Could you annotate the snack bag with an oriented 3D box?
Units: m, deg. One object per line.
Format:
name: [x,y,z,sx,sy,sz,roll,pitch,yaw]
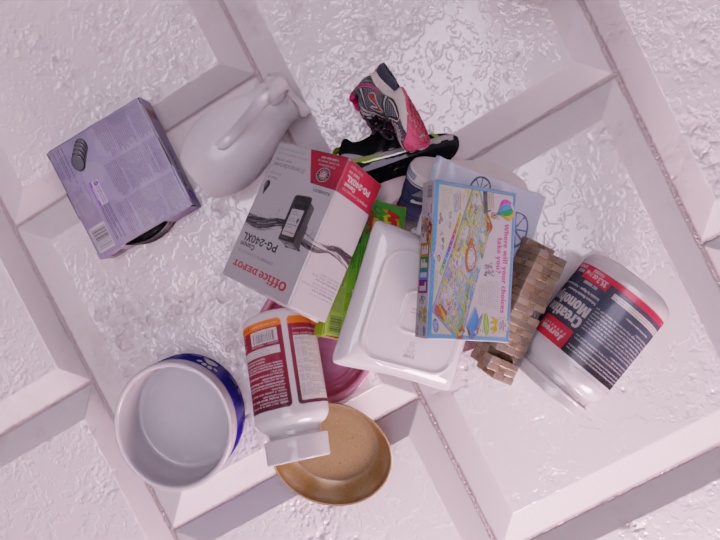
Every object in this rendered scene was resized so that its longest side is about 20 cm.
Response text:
snack bag: [0.160,-0.042,0.836,0.195,0.021,0.194,15,97,-20]

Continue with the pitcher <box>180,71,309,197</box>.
pitcher: [-0.174,-0.204,0.851,0.199,0.172,0.122,-40,96,6]

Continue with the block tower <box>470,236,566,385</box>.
block tower: [0.227,0.058,0.837,0.053,0.058,0.205,21,93,-21]

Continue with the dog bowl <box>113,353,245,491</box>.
dog bowl: [-0.289,0.242,0.939,0.194,0.079,0.207,0,94,5]

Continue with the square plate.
square plate: [0.079,0.057,0.802,0.195,0.028,0.204,16,95,-21]

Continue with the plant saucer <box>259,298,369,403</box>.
plant saucer: [-0.070,0.109,0.925,0.194,0.051,0.207,0,95,6]

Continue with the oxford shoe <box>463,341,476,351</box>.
oxford shoe: [0.160,0.024,0.898,0.070,0.071,0.206,4,99,-15]

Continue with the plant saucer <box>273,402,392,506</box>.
plant saucer: [-0.045,0.284,0.919,0.194,0.036,0.206,2,114,5]

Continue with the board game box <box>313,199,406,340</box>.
board game box: [0.000,0.000,0.834,0.099,0.047,0.206,12,80,-21]

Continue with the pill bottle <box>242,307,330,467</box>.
pill bottle: [-0.103,0.165,0.825,0.106,0.110,0.206,-13,74,6]

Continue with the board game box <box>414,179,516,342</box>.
board game box: [0.143,-0.009,0.779,0.131,0.034,0.207,5,87,-22]

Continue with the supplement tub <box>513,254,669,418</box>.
supplement tub: [0.331,0.094,0.843,0.139,0.140,0.202,38,96,1]

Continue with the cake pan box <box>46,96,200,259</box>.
cake pan box: [-0.378,-0.143,0.935,0.181,0.052,0.204,-28,91,8]

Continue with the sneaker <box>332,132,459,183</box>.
sneaker: [0.053,-0.191,0.881,0.194,0.072,0.085,-14,71,-5]

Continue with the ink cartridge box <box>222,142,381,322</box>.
ink cartridge box: [-0.080,-0.053,0.780,0.143,0.083,0.205,20,84,38]

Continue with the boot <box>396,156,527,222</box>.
boot: [0.152,-0.114,0.888,0.194,0.074,0.091,7,138,-14]

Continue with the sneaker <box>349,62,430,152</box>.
sneaker: [0.042,-0.223,0.838,0.074,0.202,0.081,-33,129,9]

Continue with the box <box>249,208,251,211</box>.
box: [-0.054,-0.072,0.890,0.199,0.039,0.138,40,71,1]
